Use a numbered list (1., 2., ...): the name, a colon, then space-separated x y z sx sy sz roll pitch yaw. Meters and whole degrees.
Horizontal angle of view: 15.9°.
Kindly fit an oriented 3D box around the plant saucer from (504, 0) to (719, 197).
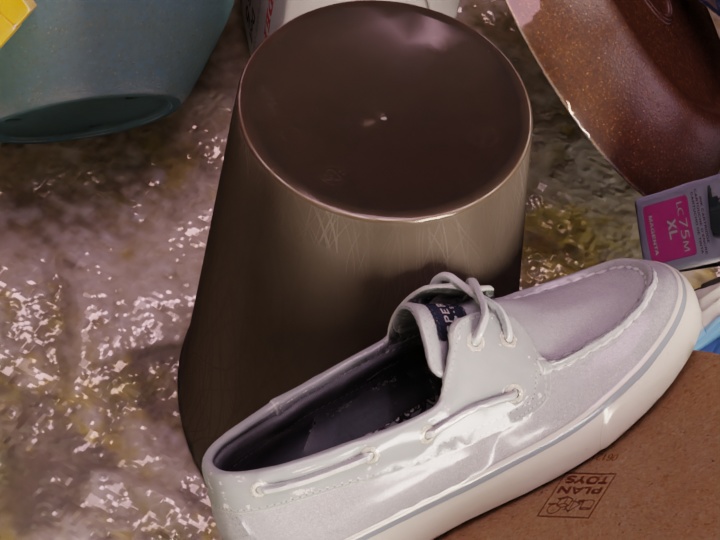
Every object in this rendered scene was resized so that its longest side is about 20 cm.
1. plant saucer: 0.117 -0.122 1.162 0.037 0.200 0.201 -29 48 24

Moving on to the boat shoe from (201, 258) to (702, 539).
1. boat shoe: 0.033 0.043 0.930 0.200 0.072 0.070 -31 34 -11

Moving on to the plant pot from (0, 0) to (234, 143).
1. plant pot: -0.135 -0.133 1.152 0.199 0.200 0.135 -9 83 -13

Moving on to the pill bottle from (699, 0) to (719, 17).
1. pill bottle: 0.238 -0.119 1.131 0.112 0.113 0.200 -28 53 -25

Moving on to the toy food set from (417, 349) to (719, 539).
1. toy food set: 0.088 0.097 0.927 0.199 0.049 0.198 -13 31 26

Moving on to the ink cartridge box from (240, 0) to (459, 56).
1. ink cartridge box: -0.013 -0.187 1.216 0.084 0.146 0.201 -3 51 -12

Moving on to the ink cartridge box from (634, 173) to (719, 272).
1. ink cartridge box: 0.209 -0.034 1.014 0.119 0.200 0.042 -9 89 -25

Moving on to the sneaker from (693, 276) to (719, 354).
1. sneaker: 0.165 0.046 1.057 0.078 0.199 0.090 -6 74 -61

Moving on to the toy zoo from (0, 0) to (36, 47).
1. toy zoo: -0.227 -0.102 1.065 0.131 0.200 0.020 42 10 -8

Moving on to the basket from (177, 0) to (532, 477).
1. basket: 0.000 0.000 1.034 0.135 0.200 0.181 -15 54 -18
